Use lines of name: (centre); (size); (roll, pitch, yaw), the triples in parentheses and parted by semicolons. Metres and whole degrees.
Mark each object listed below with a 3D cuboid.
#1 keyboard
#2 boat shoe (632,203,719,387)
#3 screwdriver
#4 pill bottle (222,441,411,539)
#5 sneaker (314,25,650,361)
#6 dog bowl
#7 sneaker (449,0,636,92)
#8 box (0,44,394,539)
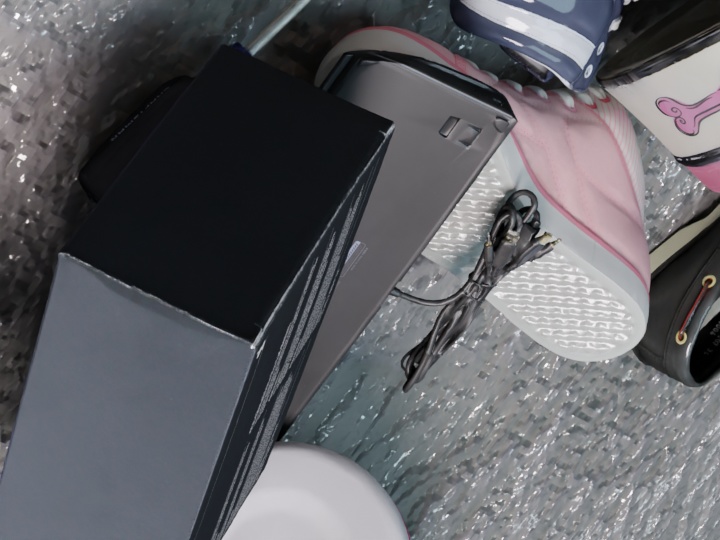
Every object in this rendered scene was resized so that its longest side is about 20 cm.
keyboard: (0.000, 0.000, 0.946); (0.127, 0.021, 0.200); (24, 122, -22)
boat shoe: (0.218, -0.022, 1.193); (0.201, 0.063, 0.074); (-46, 142, -8)
screwdriver: (-0.032, -0.097, 0.883); (0.200, 0.028, 0.029); (-45, 173, -2)
pill bottle: (-0.019, 0.161, 1.037); (0.113, 0.113, 0.200); (-43, 157, -9)
sneaker: (0.058, -0.055, 0.992); (0.075, 0.105, 0.200); (-24, 127, 35)
dog bowl: (0.206, -0.106, 0.992); (0.200, 0.074, 0.200); (-32, -174, 4)
sneaker: (0.121, -0.135, 0.977); (0.200, 0.070, 0.109); (-2, 119, -38)
box: (-0.069, 0.039, 0.848); (0.141, 0.079, 0.200); (-63, 176, -49)
